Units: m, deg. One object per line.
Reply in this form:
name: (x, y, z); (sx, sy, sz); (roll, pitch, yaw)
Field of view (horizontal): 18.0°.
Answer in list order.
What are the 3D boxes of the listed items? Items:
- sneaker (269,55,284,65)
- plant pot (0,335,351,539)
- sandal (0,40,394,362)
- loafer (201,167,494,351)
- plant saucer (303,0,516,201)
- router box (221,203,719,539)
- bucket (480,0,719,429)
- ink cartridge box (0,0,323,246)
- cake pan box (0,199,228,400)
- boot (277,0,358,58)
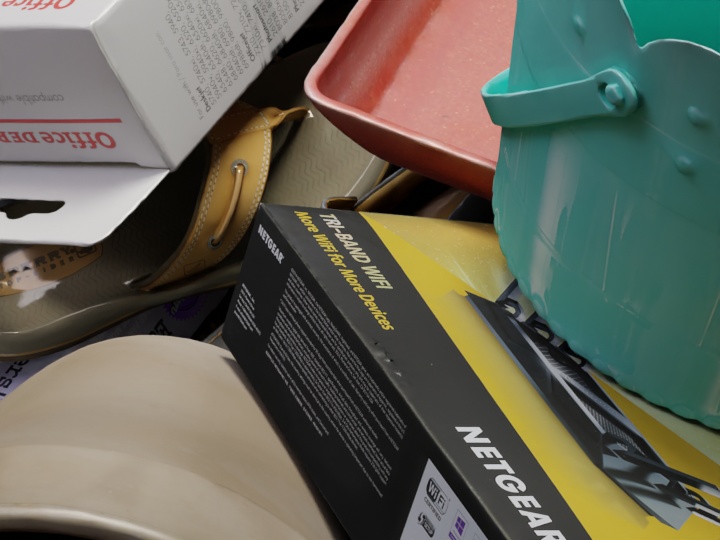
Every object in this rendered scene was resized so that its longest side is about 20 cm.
sneaker: (-0.122, -0.065, 0.940); (0.200, 0.075, 0.088); (9, 37, 23)
plant pot: (-0.073, 0.109, 0.687); (0.200, 0.200, 0.174); (-18, 24, 16)
sandal: (-0.071, -0.030, 0.853); (0.200, 0.054, 0.080); (-25, 63, -10)
loafer: (0.000, 0.000, 0.830); (0.200, 0.072, 0.073); (-35, 39, -4)
plant saucer: (0.104, -0.071, 0.790); (0.199, 0.037, 0.200); (21, 46, 9)
router box: (0.067, 0.053, 0.669); (0.157, 0.052, 0.200); (5, 27, -28)
bucket: (0.134, -0.058, 0.659); (0.207, 0.135, 0.207); (6, 43, -6)
ink cartridge box: (-0.092, -0.098, 0.848); (0.116, 0.068, 0.200); (2, 42, 39)
cake pan box: (-0.175, 0.045, 0.918); (0.184, 0.052, 0.200); (13, 55, 39)
boot: (-0.003, -0.129, 0.948); (0.200, 0.075, 0.097); (8, 77, 40)
